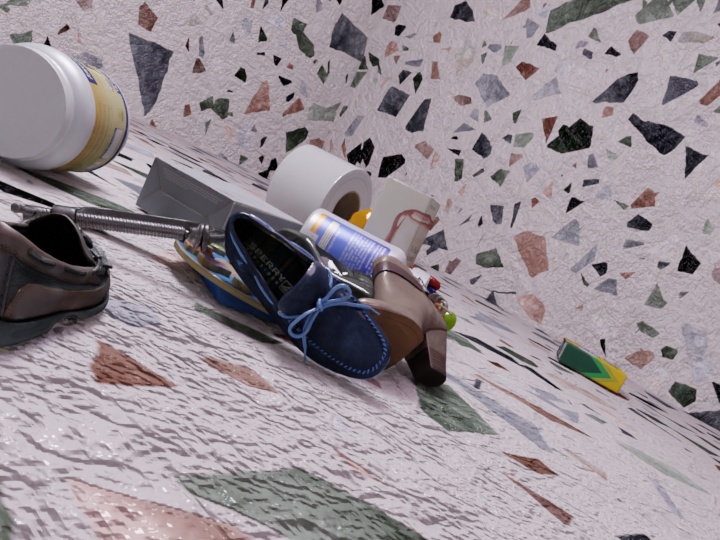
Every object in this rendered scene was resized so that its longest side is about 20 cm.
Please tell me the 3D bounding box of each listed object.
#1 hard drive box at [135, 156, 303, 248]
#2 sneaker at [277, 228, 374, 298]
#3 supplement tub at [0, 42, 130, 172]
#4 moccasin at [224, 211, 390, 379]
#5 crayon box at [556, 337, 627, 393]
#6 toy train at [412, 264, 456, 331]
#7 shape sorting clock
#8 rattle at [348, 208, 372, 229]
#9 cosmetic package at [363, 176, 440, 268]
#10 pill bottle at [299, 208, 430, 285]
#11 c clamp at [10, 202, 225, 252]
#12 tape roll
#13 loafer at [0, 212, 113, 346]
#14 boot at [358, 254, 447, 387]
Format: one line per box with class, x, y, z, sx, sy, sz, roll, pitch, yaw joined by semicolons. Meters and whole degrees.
hard drive box;-0.199;-0.081;1.000;0.154;0.078;0.199;30;7;24
sneaker;-0.035;0.019;0.900;0.198;0.077;0.114;33;6;24
supplement tub;-0.384;-0.197;0.848;0.142;0.147;0.200;26;6;-4
moccasin;-0.057;0.025;0.622;0.199;0.081;0.068;37;-16;11
crayon box;0.626;0.255;1.865;0.170;0.059;0.200;28;6;13
toy train;0.131;0.071;1.201;0.115;0.085;0.199;39;-2;-35
shape sorting clock;-0.114;0.013;0.751;0.197;0.040;0.200;27;6;-3
rattle;-0.083;-0.071;1.170;0.198;0.143;0.131;30;22;-25
cosmetic package;0.048;-0.039;1.122;0.086;0.203;0.103;26;6;15
pill bottle;0.000;0.000;1.017;0.197;0.114;0.112;28;6;8
c clamp;-0.219;-0.041;0.657;0.196;0.028;0.170;7;4;-22
tape roll;-0.085;-0.143;1.433;0.138;0.206;0.202;28;6;26
loafer;-0.196;-0.007;0.436;0.071;0.064;0.200;26;6;-9
boot;0.036;0.040;0.773;0.200;0.069;0.148;45;24;-43
